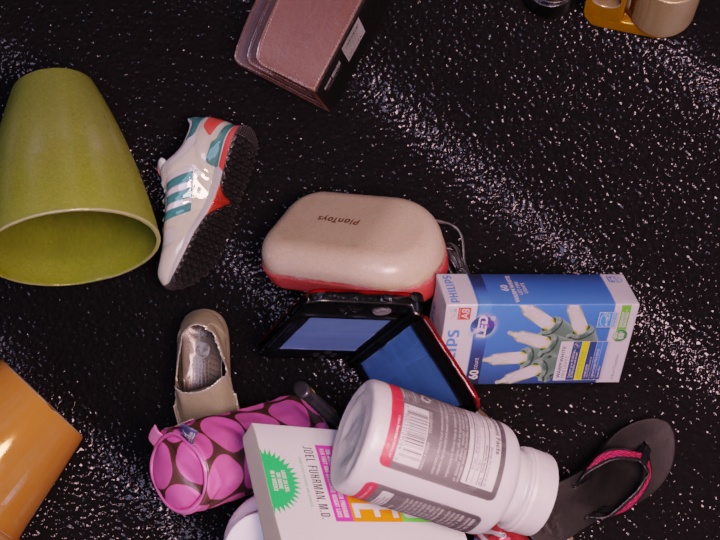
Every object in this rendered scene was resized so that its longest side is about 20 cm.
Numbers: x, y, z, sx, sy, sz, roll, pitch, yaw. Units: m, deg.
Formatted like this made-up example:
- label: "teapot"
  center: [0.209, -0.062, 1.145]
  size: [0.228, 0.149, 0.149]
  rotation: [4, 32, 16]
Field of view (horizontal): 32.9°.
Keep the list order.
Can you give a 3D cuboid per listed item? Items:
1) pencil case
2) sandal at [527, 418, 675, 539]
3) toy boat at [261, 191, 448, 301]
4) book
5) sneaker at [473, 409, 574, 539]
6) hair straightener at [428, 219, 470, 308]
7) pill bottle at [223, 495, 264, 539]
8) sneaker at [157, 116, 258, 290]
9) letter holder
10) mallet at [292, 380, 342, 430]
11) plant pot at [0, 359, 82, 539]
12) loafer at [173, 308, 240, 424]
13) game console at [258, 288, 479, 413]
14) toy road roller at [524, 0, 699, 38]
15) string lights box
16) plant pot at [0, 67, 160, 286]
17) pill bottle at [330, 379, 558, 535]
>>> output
- label: "pencil case"
  center: [-0.123, 0.182, 1.261]
  size: [0.094, 0.200, 0.091]
  rotation: [43, 117, 27]
- label: "sandal"
  center: [0.254, 0.219, 1.247]
  size: [0.200, 0.045, 0.075]
  rotation: [-29, 89, -22]
- label: "toy boat"
  center: [0.000, 0.000, 1.298]
  size: [0.199, 0.131, 0.131]
  rotation: [8, 43, 31]
- label: "book"
  center: [-0.008, 0.216, 1.176]
  size: [0.048, 0.199, 0.134]
  rotation: [-56, 39, 38]
- label: "sneaker"
  center: [0.136, 0.248, 1.279]
  size: [0.112, 0.071, 0.200]
  rotation: [-33, 84, 0]
- label: "hair straightener"
  center: [0.109, 0.025, 1.321]
  size: [0.077, 0.041, 0.201]
  rotation: [-25, 78, 5]
- label: "pill bottle"
  center: [-0.077, 0.275, 1.239]
  size: [0.111, 0.200, 0.112]
  rotation: [-1, 85, 8]
- label: "sneaker"
  center: [-0.191, -0.079, 1.358]
  size: [0.093, 0.070, 0.200]
  rotation: [23, 91, 26]
- label: "letter holder"
  center: [-0.054, -0.302, 1.334]
  size: [0.142, 0.101, 0.200]
  rotation: [28, 90, 11]
- label: "mallet"
  center: [-0.029, 0.150, 1.248]
  size: [0.041, 0.200, 0.066]
  rotation: [-46, 50, -5]
- label: "plant pot"
  center: [-0.407, 0.203, 1.304]
  size: [0.200, 0.200, 0.183]
  rotation: [41, 76, 9]
- label: "loafer"
  center: [-0.171, 0.141, 1.328]
  size: [0.075, 0.068, 0.201]
  rotation: [-11, 84, 6]
- label: "game console"
  center: [0.002, 0.104, 1.231]
  size: [0.172, 0.200, 0.119]
  rotation: [3, 70, -20]
- label: "toy road roller"
  center: [0.270, -0.345, 1.286]
  size: [0.199, 0.123, 0.146]
  rotation: [16, 77, 9]
- label: "string lights box"
  center: [0.172, 0.060, 1.245]
  size: [0.199, 0.059, 0.103]
  rotation: [0, 123, -10]
- label: "plant pot"
  center: [-0.323, -0.112, 1.328]
  size: [0.186, 0.187, 0.201]
  rotation: [-14, 68, 6]
- label: "pill bottle"
  center: [0.081, 0.183, 1.147]
  size: [0.199, 0.111, 0.111]
  rotation: [20, 88, -14]
